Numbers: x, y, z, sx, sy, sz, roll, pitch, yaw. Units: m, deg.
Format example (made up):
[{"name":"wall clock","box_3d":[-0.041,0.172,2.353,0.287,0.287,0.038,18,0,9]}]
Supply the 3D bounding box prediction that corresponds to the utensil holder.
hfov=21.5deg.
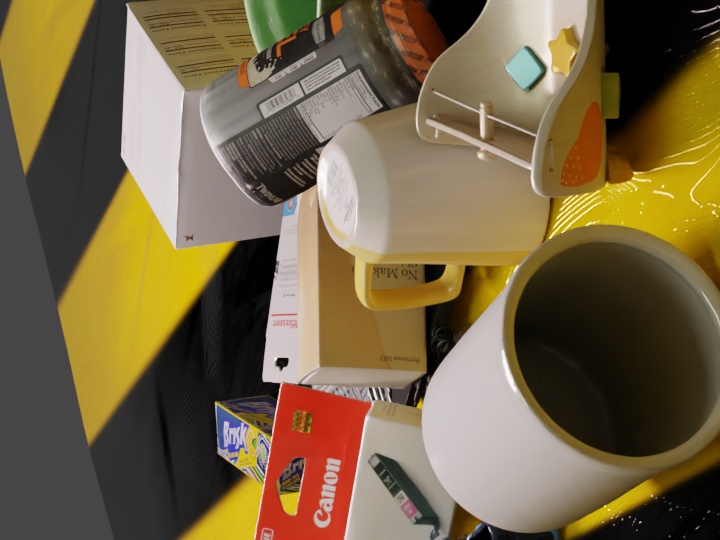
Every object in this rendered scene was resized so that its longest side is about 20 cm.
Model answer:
[{"name":"utensil holder","box_3d":[0.146,0.083,1.320,0.200,0.170,0.170,124,133,-64]}]

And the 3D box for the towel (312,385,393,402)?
[{"name":"towel","box_3d":[-0.001,0.145,1.881,0.200,0.035,0.193,134,125,-63]}]

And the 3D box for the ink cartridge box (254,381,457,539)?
[{"name":"ink cartridge box","box_3d":[-0.004,0.210,1.674,0.044,0.174,0.200,-67,-12,-71]}]

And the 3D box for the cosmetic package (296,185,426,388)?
[{"name":"cosmetic package","box_3d":[0.000,0.000,1.680,0.071,0.105,0.200,137,134,-67]}]

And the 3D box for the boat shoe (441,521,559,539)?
[{"name":"boat shoe","box_3d":[0.103,0.243,1.610,0.200,0.069,0.084,109,146,-50]}]

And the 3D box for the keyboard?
[{"name":"keyboard","box_3d":[0.068,0.069,1.700,0.104,0.040,0.200,-92,13,-45]}]

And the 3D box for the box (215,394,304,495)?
[{"name":"box","box_3d":[-0.097,0.190,2.090,0.200,0.070,0.064,-161,67,-66]}]

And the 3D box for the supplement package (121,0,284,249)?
[{"name":"supplement package","box_3d":[-0.153,-0.160,1.997,0.200,0.147,0.191,-126,34,-49]}]

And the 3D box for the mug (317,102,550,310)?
[{"name":"mug","box_3d":[0.052,-0.051,1.517,0.149,0.153,0.187,-161,65,-65]}]

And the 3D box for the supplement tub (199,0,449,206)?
[{"name":"supplement tub","box_3d":[-0.025,-0.149,1.598,0.123,0.200,0.123,53,-161,-27]}]

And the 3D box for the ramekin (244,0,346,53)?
[{"name":"ramekin","box_3d":[-0.030,-0.270,1.716,0.200,0.098,0.200,171,90,-68]}]

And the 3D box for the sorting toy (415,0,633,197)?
[{"name":"sorting toy","box_3d":[0.134,-0.160,1.361,0.200,0.107,0.180,-146,58,-62]}]

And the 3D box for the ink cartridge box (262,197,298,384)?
[{"name":"ink cartridge box","box_3d":[-0.035,0.012,1.803,0.116,0.068,0.200,175,103,-69]}]
